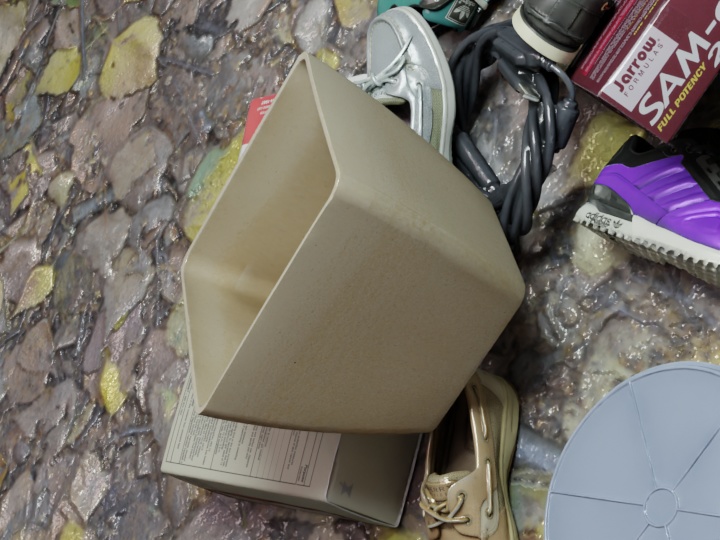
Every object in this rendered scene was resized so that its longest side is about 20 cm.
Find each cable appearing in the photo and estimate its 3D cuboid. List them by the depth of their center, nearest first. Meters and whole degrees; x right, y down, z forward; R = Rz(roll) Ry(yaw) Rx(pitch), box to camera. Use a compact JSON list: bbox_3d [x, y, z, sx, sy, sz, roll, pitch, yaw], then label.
[{"bbox_3d":[0.108,-0.107,1.308,0.200,0.050,0.164,-133,47,-62],"label":"cable"}]

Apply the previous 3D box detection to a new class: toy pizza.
[{"bbox_3d":[0.205,0.158,1.120,0.200,0.032,0.201,-23,56,38],"label":"toy pizza"}]

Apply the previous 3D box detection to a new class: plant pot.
[{"bbox_3d":[0.000,0.000,1.209,0.201,0.176,0.200,-58,23,24],"label":"plant pot"}]

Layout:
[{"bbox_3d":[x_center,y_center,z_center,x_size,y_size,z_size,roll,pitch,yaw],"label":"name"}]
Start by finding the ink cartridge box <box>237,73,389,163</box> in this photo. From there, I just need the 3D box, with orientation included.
[{"bbox_3d":[-0.035,-0.046,1.419,0.146,0.083,0.201,-6,66,43],"label":"ink cartridge box"}]

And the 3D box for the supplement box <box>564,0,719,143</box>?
[{"bbox_3d":[0.203,-0.156,1.176,0.109,0.061,0.200,-56,5,9],"label":"supplement box"}]

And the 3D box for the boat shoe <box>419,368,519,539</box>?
[{"bbox_3d":[0.069,0.165,1.226,0.071,0.064,0.201,-17,60,39],"label":"boat shoe"}]

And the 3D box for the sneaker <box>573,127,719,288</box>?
[{"bbox_3d":[0.236,-0.048,1.161,0.200,0.069,0.100,25,87,47],"label":"sneaker"}]

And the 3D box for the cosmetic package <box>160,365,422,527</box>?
[{"bbox_3d":[-0.055,0.134,1.348,0.199,0.087,0.104,4,72,47],"label":"cosmetic package"}]

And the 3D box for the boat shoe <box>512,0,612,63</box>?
[{"bbox_3d":[0.156,-0.219,1.277,0.063,0.073,0.202,-56,8,26],"label":"boat shoe"}]

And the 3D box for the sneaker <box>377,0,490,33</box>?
[{"bbox_3d":[0.091,-0.241,1.403,0.200,0.071,0.080,-31,52,41],"label":"sneaker"}]

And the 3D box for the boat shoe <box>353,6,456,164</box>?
[{"bbox_3d":[0.030,-0.107,1.335,0.074,0.064,0.203,-9,84,54],"label":"boat shoe"}]

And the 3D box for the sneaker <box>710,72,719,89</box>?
[{"bbox_3d":[0.296,-0.105,1.125,0.200,0.074,0.085,25,90,48],"label":"sneaker"}]
